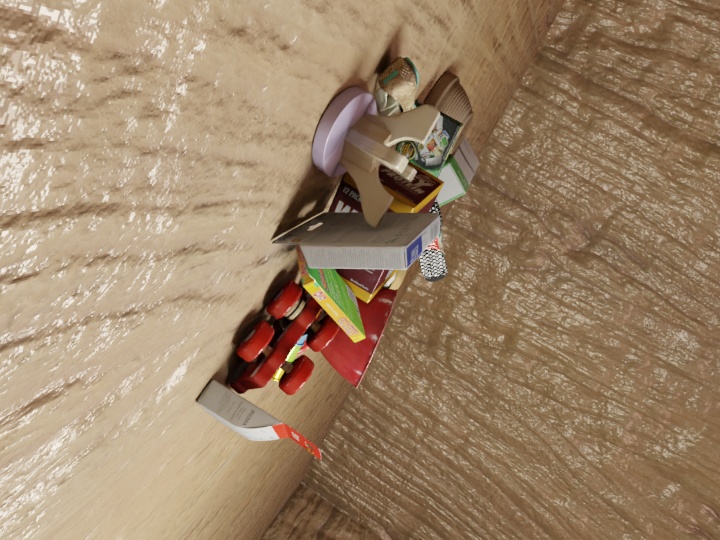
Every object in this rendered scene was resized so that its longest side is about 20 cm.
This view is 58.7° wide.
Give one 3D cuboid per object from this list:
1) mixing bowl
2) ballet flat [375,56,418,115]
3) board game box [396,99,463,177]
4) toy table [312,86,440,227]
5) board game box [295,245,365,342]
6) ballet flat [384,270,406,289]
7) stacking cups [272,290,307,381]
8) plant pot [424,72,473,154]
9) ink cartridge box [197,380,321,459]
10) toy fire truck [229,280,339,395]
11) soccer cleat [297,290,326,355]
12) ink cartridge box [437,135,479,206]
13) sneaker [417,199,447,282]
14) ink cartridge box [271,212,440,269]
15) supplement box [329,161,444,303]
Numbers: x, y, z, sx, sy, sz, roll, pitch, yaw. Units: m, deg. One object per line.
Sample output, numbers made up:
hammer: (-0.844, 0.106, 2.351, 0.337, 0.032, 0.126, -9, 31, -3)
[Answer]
mixing bowl: (-0.016, 0.109, 1.213, 0.200, 0.107, 0.202, 23, 90, -89)
ballet flat: (0.054, -0.267, 1.002, 0.065, 0.071, 0.200, -31, 167, 0)
board game box: (0.122, -0.233, 1.299, 0.023, 0.104, 0.201, -52, 169, -52)
toy table: (0.018, -0.169, 0.905, 0.185, 0.116, 0.200, -62, 171, 19)
board game box: (-0.050, 0.028, 1.022, 0.030, 0.096, 0.200, -23, 139, 9)
ballet flat: (0.036, 0.038, 1.341, 0.201, 0.068, 0.063, -59, 158, -10)
stacking cups: (-0.121, 0.105, 1.182, 0.201, 0.060, 0.060, -62, 171, 12)
plant pot: (0.185, -0.320, 1.404, 0.202, 0.092, 0.201, -56, 171, -14)
ink cartridge box: (-0.157, 0.260, 1.032, 0.047, 0.199, 0.160, -56, 170, -20)
toy fire truck: (-0.134, 0.114, 1.067, 0.201, 0.112, 0.168, -56, -163, -26)
soccer cleat: (-0.091, 0.076, 1.241, 0.202, 0.068, 0.085, -66, 168, 15)
ink cartridge box: (0.186, -0.222, 1.501, 0.145, 0.084, 0.200, -25, -163, 31)
sneaker: (0.138, -0.080, 1.361, 0.094, 0.069, 0.202, -105, -179, -63)
ink cartridge box: (0.001, -0.047, 0.948, 0.196, 0.198, 0.044, -41, 128, -62)
supplement box: (0.030, -0.088, 1.167, 0.201, 0.132, 0.197, -64, 169, 28)
